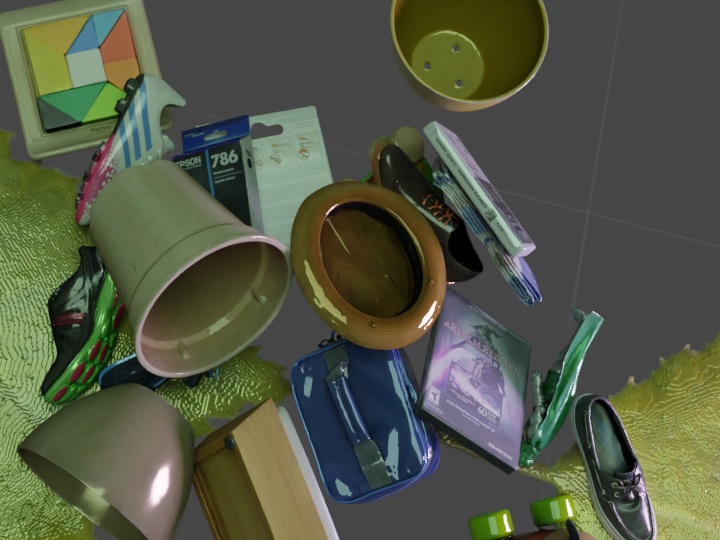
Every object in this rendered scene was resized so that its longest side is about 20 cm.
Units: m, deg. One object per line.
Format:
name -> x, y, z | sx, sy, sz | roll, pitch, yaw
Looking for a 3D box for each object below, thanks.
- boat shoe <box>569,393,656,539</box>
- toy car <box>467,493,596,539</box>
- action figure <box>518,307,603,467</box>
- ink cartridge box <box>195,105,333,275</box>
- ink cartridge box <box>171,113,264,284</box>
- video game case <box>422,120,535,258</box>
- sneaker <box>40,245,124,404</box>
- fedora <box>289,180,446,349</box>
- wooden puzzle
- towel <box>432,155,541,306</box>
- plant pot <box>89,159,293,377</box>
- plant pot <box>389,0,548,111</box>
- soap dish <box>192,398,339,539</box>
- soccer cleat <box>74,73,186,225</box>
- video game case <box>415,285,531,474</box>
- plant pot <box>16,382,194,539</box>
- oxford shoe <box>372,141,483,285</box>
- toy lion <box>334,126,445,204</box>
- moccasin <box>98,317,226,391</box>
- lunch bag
boat shoe -> 0.316, 0.245, 1.516 | 0.069, 0.066, 0.203 | -15, 80, -11
toy car -> 0.220, 0.346, 1.410 | 0.155, 0.200, 0.167 | -11, 79, -11
action figure -> 0.237, 0.147, 1.520 | 0.054, 0.118, 0.202 | 22, 83, 21
ink cartridge box -> -0.112, -0.092, 1.543 | 0.160, 0.050, 0.203 | -11, 74, -11
ink cartridge box -> -0.171, -0.085, 1.483 | 0.098, 0.039, 0.203 | -13, 78, 19
video game case -> 0.147, -0.095, 1.505 | 0.023, 0.200, 0.183 | -36, 84, 10
sneaker -> -0.333, 0.063, 1.466 | 0.083, 0.077, 0.202 | 14, 73, 15
fedora -> 0.000, 0.000, 1.402 | 0.198, 0.082, 0.204 | 9, 68, -22
wooden puzzle -> -0.344, -0.250, 1.544 | 0.182, 0.037, 0.203 | -14, 80, -11
towel -> 0.151, -0.052, 1.506 | 0.024, 0.147, 0.201 | -36, 99, 11
plant pot -> -0.205, -0.018, 1.379 | 0.199, 0.201, 0.184 | -33, 59, -14
plant pot -> 0.124, -0.284, 1.567 | 0.197, 0.142, 0.203 | 2, 78, -8
soap dish -> -0.115, 0.264, 1.400 | 0.081, 0.157, 0.202 | -16, 79, -39
soccer cleat -> -0.276, -0.137, 1.499 | 0.085, 0.070, 0.202 | 25, 92, -16
video game case -> 0.138, 0.126, 1.471 | 0.142, 0.019, 0.201 | 34, 42, -17
plant pot -> -0.261, 0.206, 1.377 | 0.199, 0.200, 0.135 | 36, 67, 1
oxford shoe -> 0.085, -0.072, 1.486 | 0.071, 0.072, 0.201 | -50, 117, -33
toy lion -> 0.039, -0.048, 1.526 | 0.200, 0.068, 0.193 | -44, 106, -35
moccasin -> -0.210, 0.109, 1.472 | 0.198, 0.080, 0.069 | -26, 87, 1
lunch bag -> 0.004, 0.163, 1.438 | 0.134, 0.132, 0.202 | -22, 80, 6
